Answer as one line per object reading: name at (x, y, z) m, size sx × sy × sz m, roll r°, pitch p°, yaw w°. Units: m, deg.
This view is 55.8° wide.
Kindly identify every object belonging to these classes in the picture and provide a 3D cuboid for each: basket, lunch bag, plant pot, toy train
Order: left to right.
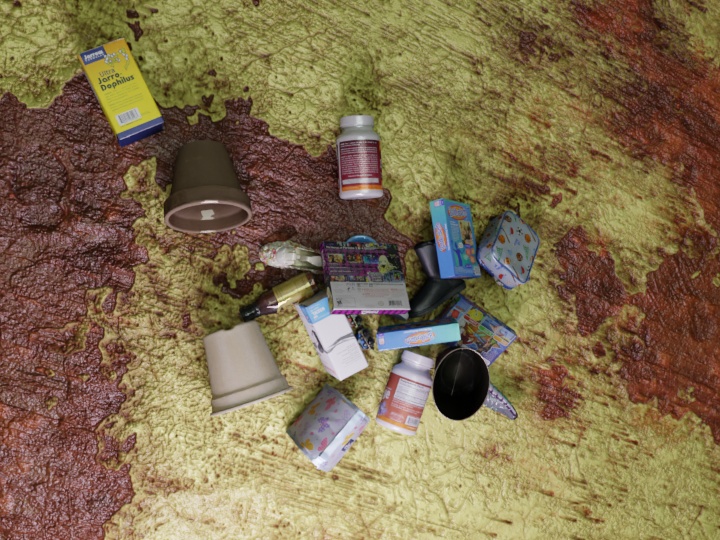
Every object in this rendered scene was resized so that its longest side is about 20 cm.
plant pot at (-0.359, -0.199, 1.566) m, size 0.200 × 0.200 × 0.175 m, roll -6°, pitch 75°, yaw -18°
plant pot at (-0.280, 0.222, 1.595) m, size 0.200 × 0.200 × 0.184 m, roll -16°, pitch 85°, yaw -17°
lunch bag at (-0.073, 0.387, 1.647) m, size 0.127 × 0.200 × 0.170 m, roll 43°, pitch 78°, yaw -14°
toy train at (-0.023, 0.124, 1.745) m, size 0.046 × 0.034 × 0.200 m, roll -32°, pitch 100°, yaw -11°
basket at (0.248, 0.264, 1.720) m, size 0.136 × 0.200 × 0.181 m, roll 12°, pitch 96°, yaw 3°
lunch bag at (0.400, -0.050, 1.825) m, size 0.160 × 0.076 × 0.200 m, roll 41°, pitch 54°, yaw -16°

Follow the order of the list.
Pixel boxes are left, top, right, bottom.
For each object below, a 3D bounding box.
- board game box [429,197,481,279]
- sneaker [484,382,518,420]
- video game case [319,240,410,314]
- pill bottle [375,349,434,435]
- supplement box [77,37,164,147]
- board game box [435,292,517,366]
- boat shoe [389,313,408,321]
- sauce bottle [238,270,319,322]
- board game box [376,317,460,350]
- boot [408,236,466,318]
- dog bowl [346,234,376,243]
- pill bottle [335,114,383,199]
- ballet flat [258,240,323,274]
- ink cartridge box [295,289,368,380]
board game box at (0.247, -0.079, 1.764) m, size 0.152 × 0.045 × 0.200 m, roll 4°, pitch 77°, yaw -54°
sneaker at (0.338, 0.347, 1.854) m, size 0.088 × 0.074 × 0.200 m, roll -43°, pitch 92°, yaw -2°
video game case at (0.010, 0.018, 1.627) m, size 0.200 × 0.036 × 0.182 m, roll 1°, pitch 64°, yaw -23°
pill bottle at (0.120, 0.312, 1.754) m, size 0.112 × 0.112 × 0.200 m, roll 21°, pitch 84°, yaw -17°
supplement box at (-0.536, -0.397, 1.531) m, size 0.109 × 0.109 × 0.200 m, roll -27°, pitch 99°, yaw -15°
board game box at (0.299, 0.166, 1.818) m, size 0.200 × 0.034 × 0.135 m, roll 34°, pitch 110°, yaw -16°
boat shoe at (0.046, 0.054, 1.744) m, size 0.200 × 0.070 × 0.066 m, roll 31°, pitch 74°, yaw 1°
sauce bottle at (-0.200, 0.068, 1.666) m, size 0.200 × 0.066 × 0.066 m, roll -26°, pitch 99°, yaw -2°
board game box at (0.143, 0.157, 1.702) m, size 0.200 × 0.152 × 0.045 m, roll -8°, pitch 91°, yaw 4°
boot at (0.173, 0.011, 1.782) m, size 0.200 × 0.076 × 0.168 m, roll -30°, pitch 103°, yaw -22°
dog bowl at (0.000, 0.000, 1.695) m, size 0.111 × 0.050 × 0.200 m, roll 5°, pitch 62°, yaw -6°
pill bottle at (-0.003, -0.282, 1.703) m, size 0.113 × 0.113 × 0.200 m, roll -4°, pitch 93°, yaw -18°
ballet flat at (-0.150, -0.034, 1.686) m, size 0.200 × 0.064 × 0.076 m, roll 7°, pitch 90°, yaw -17°
ink cartridge box at (-0.074, 0.156, 1.671) m, size 0.084 × 0.145 × 0.200 m, roll -27°, pitch 99°, yaw -15°
